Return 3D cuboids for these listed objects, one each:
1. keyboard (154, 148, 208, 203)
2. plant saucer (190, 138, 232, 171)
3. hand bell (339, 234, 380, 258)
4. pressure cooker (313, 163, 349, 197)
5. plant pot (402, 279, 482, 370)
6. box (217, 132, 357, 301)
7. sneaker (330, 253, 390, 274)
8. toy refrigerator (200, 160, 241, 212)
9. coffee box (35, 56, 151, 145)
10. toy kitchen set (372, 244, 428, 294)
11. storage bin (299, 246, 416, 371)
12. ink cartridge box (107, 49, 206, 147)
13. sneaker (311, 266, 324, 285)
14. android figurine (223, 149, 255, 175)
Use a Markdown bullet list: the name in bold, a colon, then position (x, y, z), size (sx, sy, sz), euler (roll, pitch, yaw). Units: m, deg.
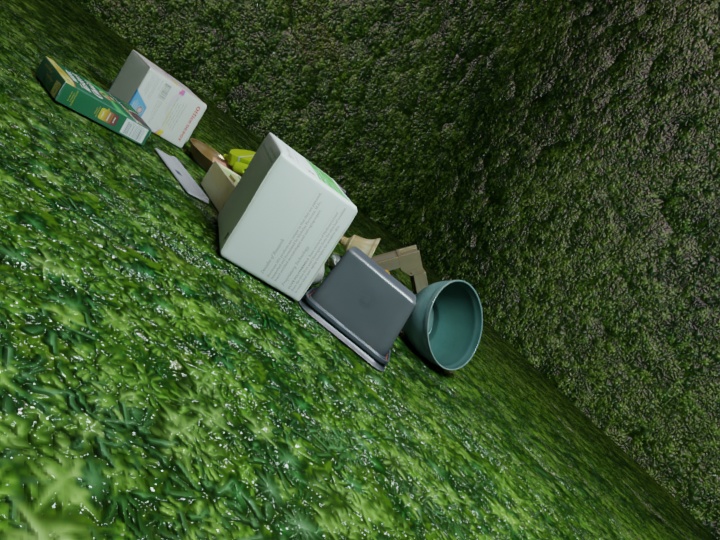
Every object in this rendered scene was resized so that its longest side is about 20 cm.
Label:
- **keyboard**: position (-0.378, -0.202, 1.156), size (0.056, 0.011, 0.200), euler (20, 20, -50)
- **plant saucer**: position (-0.370, -0.269, 1.440), size (0.198, 0.036, 0.200), euler (39, 8, -6)
- **hand bell**: position (-0.055, -0.084, 1.393), size (0.196, 0.106, 0.104), euler (30, 9, 0)
- **pressure cooker**: position (-0.148, -0.210, 1.585), size (0.197, 0.181, 0.177), euler (35, 11, -15)
- **plant pot**: position (0.181, 0.122, 1.311), size (0.198, 0.207, 0.132), euler (30, -17, -37)
- **box**: position (-0.140, -0.102, 0.991), size (0.168, 0.203, 0.200), euler (30, 12, -25)
- **sneaker**: position (0.000, 0.000, 1.471), size (0.197, 0.078, 0.079), euler (31, 12, -36)
- **toy refrigerator**: position (-0.268, -0.156, 1.170), size (0.075, 0.071, 0.200), euler (30, 13, -43)
- **coffee box**: position (-0.523, -0.332, 1.088), size (0.123, 0.044, 0.198), euler (44, 10, 32)
- **toy kitchen set**: position (0.135, 0.026, 1.920), size (0.164, 0.174, 0.207), euler (-102, 178, -73)
- **storage bin**: position (0.008, 0.058, 1.015), size (0.198, 0.136, 0.146), euler (39, 9, 2)
- **ink cartridge box**: position (-0.494, -0.416, 1.363), size (0.125, 0.130, 0.198), euler (43, 9, 35)
- **sneaker**: position (-0.107, -0.022, 1.168), size (0.080, 0.076, 0.201), euler (43, 6, -33)
- **android figurine**: position (-0.276, -0.282, 1.478), size (0.194, 0.042, 0.182), euler (21, 20, 13)
